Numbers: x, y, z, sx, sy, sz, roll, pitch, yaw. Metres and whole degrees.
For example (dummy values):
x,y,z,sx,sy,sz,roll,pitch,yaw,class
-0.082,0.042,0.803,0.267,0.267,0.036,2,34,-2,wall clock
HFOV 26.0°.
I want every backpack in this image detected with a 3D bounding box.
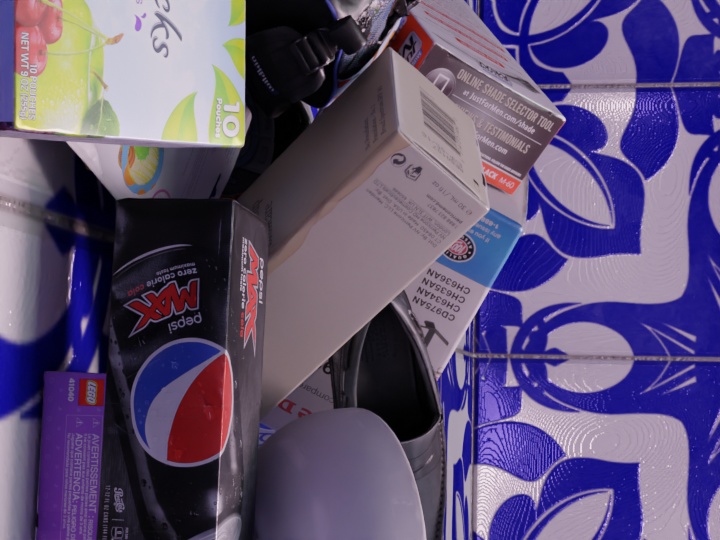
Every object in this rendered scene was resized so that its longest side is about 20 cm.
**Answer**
x,y,z,sx,sy,sz,roll,pitch,yaw,class
-0.049,-0.186,0.881,0.154,0.200,0.191,-43,173,-17,backpack

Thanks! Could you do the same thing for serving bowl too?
x,y,z,sx,sy,sz,roll,pitch,yaw,class
-0.036,0.172,0.823,0.200,0.065,0.203,-174,-90,-66,serving bowl

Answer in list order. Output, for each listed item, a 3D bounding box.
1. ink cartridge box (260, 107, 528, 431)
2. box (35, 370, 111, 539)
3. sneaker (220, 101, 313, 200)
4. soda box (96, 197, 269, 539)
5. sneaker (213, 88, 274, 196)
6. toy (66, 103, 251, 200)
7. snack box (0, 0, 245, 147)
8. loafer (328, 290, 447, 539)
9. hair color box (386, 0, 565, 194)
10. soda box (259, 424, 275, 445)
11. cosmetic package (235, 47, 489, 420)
x,y,z,sx,sy,sz,roll,pitch,yaw,class
0.000,0.000,1.024,0.201,0.146,0.145,-61,-176,22,ink cartridge box
-0.125,0.129,0.856,0.200,0.039,0.139,32,59,-79,box
-0.062,-0.121,1.125,0.092,0.075,0.203,-48,139,-82,sneaker
-0.087,0.068,0.773,0.071,0.062,0.203,32,59,-76,soda box
-0.090,-0.143,1.019,0.087,0.073,0.203,129,-34,-78,sneaker
-0.124,-0.091,0.817,0.200,0.047,0.116,61,42,-58,toy
-0.115,-0.159,0.702,0.141,0.053,0.203,-1,92,-52,snack box
0.017,0.095,0.937,0.070,0.067,0.203,-135,-148,-66,loafer
0.041,-0.140,1.013,0.064,0.110,0.200,-55,-149,17,hair color box
-0.066,0.154,1.128,0.200,0.063,0.069,-64,153,-68,soda box
-0.025,-0.015,0.869,0.073,0.200,0.104,38,23,-23,cosmetic package
